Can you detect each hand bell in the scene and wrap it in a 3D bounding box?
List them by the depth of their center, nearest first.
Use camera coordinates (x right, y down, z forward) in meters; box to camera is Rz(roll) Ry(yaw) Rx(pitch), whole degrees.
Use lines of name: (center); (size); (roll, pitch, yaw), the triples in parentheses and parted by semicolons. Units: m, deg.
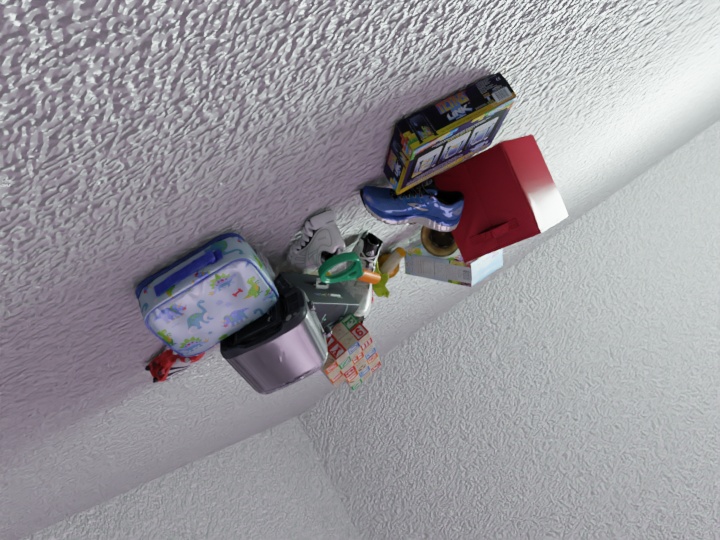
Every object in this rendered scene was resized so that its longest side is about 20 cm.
hand bell: (0.220, -0.097, 1.646); (0.104, 0.104, 0.200); (-35, 178, 16)

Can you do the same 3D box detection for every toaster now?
toaster: (-0.151, 0.127, 1.104); (0.199, 0.114, 0.130); (-27, 123, 5)

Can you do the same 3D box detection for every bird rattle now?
bird rattle: (0.056, 0.013, 1.618); (0.163, 0.113, 0.200); (-46, 171, -8)

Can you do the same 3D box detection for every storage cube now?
storage cube: (0.270, -0.142, 1.246); (0.170, 0.181, 0.200); (-23, -179, 38)

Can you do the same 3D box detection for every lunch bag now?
lunch bag: (-0.242, 0.038, 1.021); (0.199, 0.083, 0.161); (-32, 144, -2)

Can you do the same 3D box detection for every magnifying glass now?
magnifying glass: (-0.014, 0.003, 1.213); (0.079, 0.023, 0.200); (-34, 157, 18)

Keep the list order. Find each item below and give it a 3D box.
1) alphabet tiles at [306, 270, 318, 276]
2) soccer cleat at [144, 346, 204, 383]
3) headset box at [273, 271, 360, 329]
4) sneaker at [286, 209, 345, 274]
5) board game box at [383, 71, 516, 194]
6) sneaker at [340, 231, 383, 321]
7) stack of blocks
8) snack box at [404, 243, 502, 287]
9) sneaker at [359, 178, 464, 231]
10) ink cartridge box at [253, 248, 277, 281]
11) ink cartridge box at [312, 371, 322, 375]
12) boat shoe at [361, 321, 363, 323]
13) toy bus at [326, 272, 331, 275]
alphabet tiles: (-0.134, 0.086, 1.331); (0.195, 0.015, 0.201); (-22, 144, -33)
soccer cleat: (-0.369, 0.172, 1.335); (0.200, 0.069, 0.085); (-37, 174, 33)
headset box: (-0.120, 0.101, 1.257); (0.174, 0.093, 0.201); (5, 125, -53)
sneaker: (-0.082, -0.031, 1.195); (0.075, 0.081, 0.200); (-26, 167, -27)
board game box: (0.141, -0.222, 1.054); (0.199, 0.057, 0.165); (-29, 168, -13)
sneaker: (0.000, 0.000, 1.336); (0.075, 0.202, 0.116); (11, 139, -6)
stack of blocks: (-0.028, 0.181, 1.322); (0.115, 0.059, 0.200); (-40, 153, -11)
snack box: (0.238, -0.030, 1.643); (0.199, 0.068, 0.168); (10, -155, 37)
sneaker: (0.095, -0.133, 1.150); (0.198, 0.079, 0.090); (6, 133, -17)
ink cartridge box: (-0.233, 0.035, 1.195); (0.161, 0.050, 0.200); (-31, 173, -4)
ink cartridge box: (-0.066, 0.131, 1.527); (0.127, 0.201, 0.125); (-7, 152, 5)
boat shoe: (-0.028, 0.100, 1.406); (0.201, 0.072, 0.072); (-59, 166, -12)
toy bus: (-0.146, 0.066, 1.397); (0.199, 0.079, 0.065); (-22, 164, -33)
